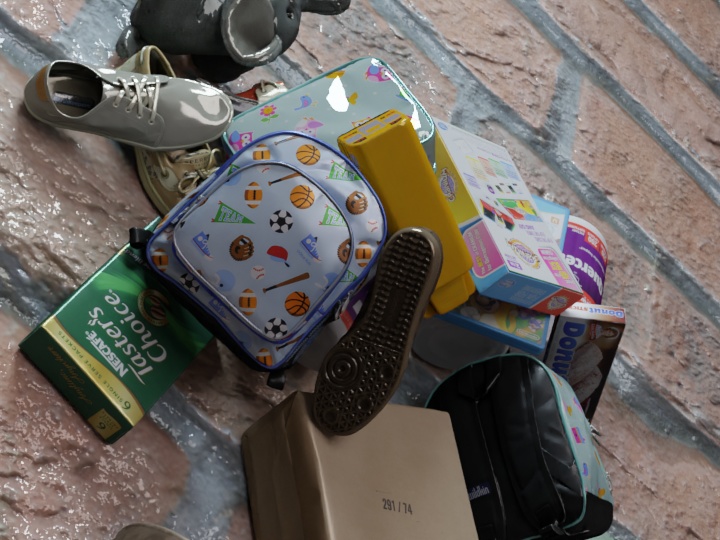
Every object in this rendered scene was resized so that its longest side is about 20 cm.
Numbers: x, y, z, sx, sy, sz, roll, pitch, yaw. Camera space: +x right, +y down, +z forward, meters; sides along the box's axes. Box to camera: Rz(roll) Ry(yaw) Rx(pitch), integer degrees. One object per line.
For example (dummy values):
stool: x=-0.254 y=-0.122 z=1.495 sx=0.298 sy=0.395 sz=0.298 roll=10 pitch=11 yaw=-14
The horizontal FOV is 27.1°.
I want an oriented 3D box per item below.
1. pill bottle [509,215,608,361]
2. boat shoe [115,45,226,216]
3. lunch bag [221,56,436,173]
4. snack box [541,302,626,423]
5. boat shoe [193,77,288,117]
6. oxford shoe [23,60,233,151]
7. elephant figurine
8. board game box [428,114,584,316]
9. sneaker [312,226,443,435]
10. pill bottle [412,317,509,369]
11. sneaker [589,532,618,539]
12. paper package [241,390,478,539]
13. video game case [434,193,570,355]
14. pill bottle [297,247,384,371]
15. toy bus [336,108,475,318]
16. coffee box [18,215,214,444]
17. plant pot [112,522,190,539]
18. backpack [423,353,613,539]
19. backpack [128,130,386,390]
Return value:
pill bottle: x=0.226 y=0.035 z=1.750 sx=0.112 sy=0.112 sz=0.200 roll=38 pitch=42 yaw=-21
boat shoe: x=-0.183 y=-0.122 z=1.468 sx=0.073 sy=0.063 sz=0.200 roll=-26 pitch=84 yaw=-51
lunch bag: x=-0.029 y=-0.123 z=1.484 sx=0.199 sy=0.077 sz=0.161 roll=-25 pitch=49 yaw=-13
snack box: x=0.236 y=0.105 z=1.641 sx=0.072 sy=0.200 sz=0.024 roll=8 pitch=51 yaw=1
boat shoe: x=-0.089 y=-0.167 z=1.567 sx=0.199 sy=0.063 sz=0.071 roll=19 pitch=11 yaw=-26
oxford shoe: x=-0.215 y=-0.158 z=1.409 sx=0.199 sy=0.058 sz=0.075 roll=7 pitch=72 yaw=-18
elephant figurine: x=-0.127 y=-0.259 z=1.556 sx=0.200 sy=0.155 sz=0.142 roll=30 pitch=23 yaw=-17
board game box: x=0.137 y=-0.056 z=1.538 sx=0.153 sy=0.040 sz=0.200 roll=16 pitch=43 yaw=-51
sneaker: x=0.025 y=0.056 z=1.337 sx=0.070 sy=0.200 sz=0.076 roll=29 pitch=9 yaw=13
pill bottle: x=0.111 y=-0.001 z=1.656 sx=0.111 sy=0.111 sz=0.201 roll=30 pitch=46 yaw=-30
sneaker: x=0.270 y=0.295 z=1.644 sx=0.200 sy=0.074 sz=0.118 roll=39 pitch=48 yaw=-17
paper package: x=0.001 y=0.222 z=1.395 sx=0.200 sy=0.103 sz=0.191 roll=12 pitch=56 yaw=-40
video game case: x=0.143 y=-0.014 z=1.593 sx=0.143 sy=0.018 sz=0.200 roll=20 pitch=51 yaw=-4
pill bottle: x=0.000 y=0.000 z=1.495 sx=0.112 sy=0.111 sz=0.200 roll=51 pitch=58 yaw=-7
toy bus: x=0.049 y=-0.049 z=1.398 sx=0.200 sy=0.065 sz=0.078 roll=65 pitch=-9 yaw=-21
coffee box: x=-0.203 y=0.050 z=1.344 sx=0.123 sy=0.044 sz=0.200 roll=50 pitch=39 yaw=-8
plant pot: x=-0.165 y=0.317 z=1.108 sx=0.175 sy=0.200 sz=0.200 roll=-42 pitch=97 yaw=-35
backpack: x=0.158 y=0.192 z=1.526 sx=0.153 sy=0.175 sz=0.201 roll=19 pitch=51 yaw=-59
backpack: x=-0.075 y=-0.028 z=1.323 sx=0.200 sy=0.154 sz=0.191 roll=44 pitch=76 yaw=-5
